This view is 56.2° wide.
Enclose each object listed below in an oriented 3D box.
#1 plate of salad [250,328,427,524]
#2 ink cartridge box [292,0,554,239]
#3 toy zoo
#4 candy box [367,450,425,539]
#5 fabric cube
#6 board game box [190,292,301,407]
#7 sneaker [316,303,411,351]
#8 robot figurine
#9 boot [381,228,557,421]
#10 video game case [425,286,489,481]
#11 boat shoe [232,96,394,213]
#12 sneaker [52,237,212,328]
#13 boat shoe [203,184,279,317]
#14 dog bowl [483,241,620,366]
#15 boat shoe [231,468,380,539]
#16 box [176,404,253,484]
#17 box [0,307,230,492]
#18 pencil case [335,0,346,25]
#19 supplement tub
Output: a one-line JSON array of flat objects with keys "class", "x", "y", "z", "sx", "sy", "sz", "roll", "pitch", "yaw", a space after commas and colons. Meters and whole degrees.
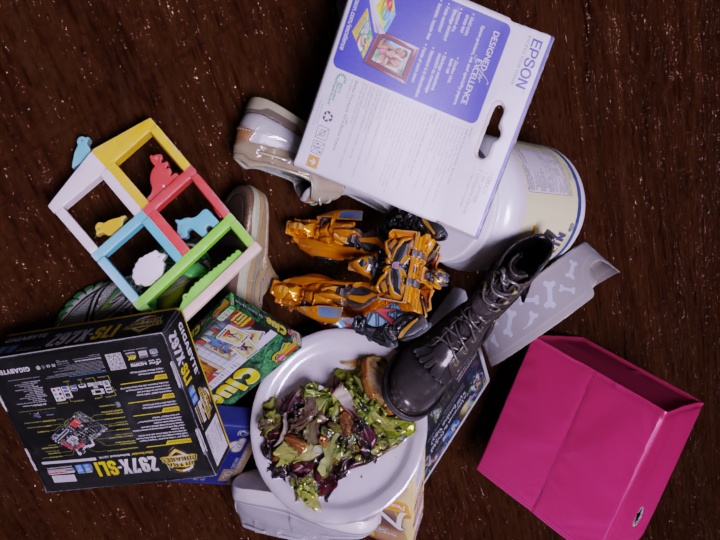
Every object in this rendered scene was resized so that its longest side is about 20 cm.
[{"class": "plate of salad", "x": -0.026, "y": 0.160, "z": 0.718, "sx": 0.199, "sy": 0.201, "sz": 0.048, "roll": -39, "pitch": 163, "yaw": -6}, {"class": "ink cartridge box", "x": 0.057, "y": -0.161, "z": 0.651, "sx": 0.195, "sy": 0.047, "sz": 0.203, "roll": 21, "pitch": 100, "yaw": -3}, {"class": "toy zoo", "x": -0.208, "y": -0.053, "z": 0.661, "sx": 0.131, "sy": 0.020, "sz": 0.201, "roll": -41, "pitch": 92, "yaw": -11}, {"class": "candy box", "x": 0.018, "y": 0.258, "z": 0.815, "sx": 0.203, "sy": 0.112, "sz": 0.056, "roll": 86, "pitch": 25, "yaw": -46}, {"class": "fabric cube", "x": 0.311, "y": 0.224, "z": 0.912, "sx": 0.193, "sy": 0.198, "sz": 0.205, "roll": 10, "pitch": 106, "yaw": -50}, {"class": "board game box", "x": -0.166, "y": 0.111, "z": 0.736, "sx": 0.199, "sy": 0.024, "sz": 0.104, "roll": -40, "pitch": 131, "yaw": 22}, {"class": "sneaker", "x": 0.019, "y": 0.057, "z": 0.833, "sx": 0.198, "sy": 0.078, "sz": 0.097, "roll": 34, "pitch": 81, "yaw": -37}, {"class": "robot figurine", "x": 0.000, "y": 0.000, "z": 0.710, "sx": 0.058, "sy": 0.195, "sz": 0.150, "roll": 28, "pitch": 70, "yaw": -53}, {"class": "boot", "x": 0.110, "y": 0.049, "z": 0.682, "sx": 0.199, "sy": 0.069, "sz": 0.175, "roll": -42, "pitch": 169, "yaw": -38}, {"class": "video game case", "x": 0.094, "y": 0.155, "z": 0.859, "sx": 0.201, "sy": 0.023, "sz": 0.185, "roll": -50, "pitch": 136, "yaw": -28}, {"class": "boat shoe", "x": -0.047, "y": -0.105, "z": 0.731, "sx": 0.196, "sy": 0.074, "sz": 0.070, "roll": 27, "pitch": 80, "yaw": -19}, {"class": "sneaker", "x": -0.238, "y": 0.042, "z": 0.695, "sx": 0.199, "sy": 0.085, "sz": 0.079, "roll": -40, "pitch": 119, "yaw": -5}, {"class": "boat shoe", "x": -0.125, "y": 0.004, "z": 0.750, "sx": 0.074, "sy": 0.072, "sz": 0.205, "roll": -1, "pitch": 119, "yaw": -36}, {"class": "dog bowl", "x": 0.229, "y": 0.039, "z": 0.854, "sx": 0.198, "sy": 0.200, "sz": 0.059, "roll": -35, "pitch": 80, "yaw": -9}, {"class": "boat shoe", "x": -0.064, "y": 0.279, "z": 0.762, "sx": 0.072, "sy": 0.194, "sz": 0.071, "roll": -30, "pitch": 117, "yaw": -62}, {"class": "box", "x": -0.217, "y": 0.193, "z": 0.762, "sx": 0.195, "sy": 0.033, "sz": 0.123, "roll": 12, "pitch": 128, "yaw": -25}, {"class": "box", "x": -0.244, "y": 0.130, "z": 0.655, "sx": 0.193, "sy": 0.050, "sz": 0.164, "roll": -9, "pitch": 115, "yaw": 12}, {"class": "pencil case", "x": 0.011, "y": -0.344, "z": 0.668, "sx": 0.089, "sy": 0.086, "sz": 0.206, "roll": -6, "pitch": 114, "yaw": 4}, {"class": "supplement tub", "x": 0.150, "y": -0.075, "z": 0.765, "sx": 0.196, "sy": 0.143, "sz": 0.150, "roll": -3, "pitch": 111, "yaw": -44}]
